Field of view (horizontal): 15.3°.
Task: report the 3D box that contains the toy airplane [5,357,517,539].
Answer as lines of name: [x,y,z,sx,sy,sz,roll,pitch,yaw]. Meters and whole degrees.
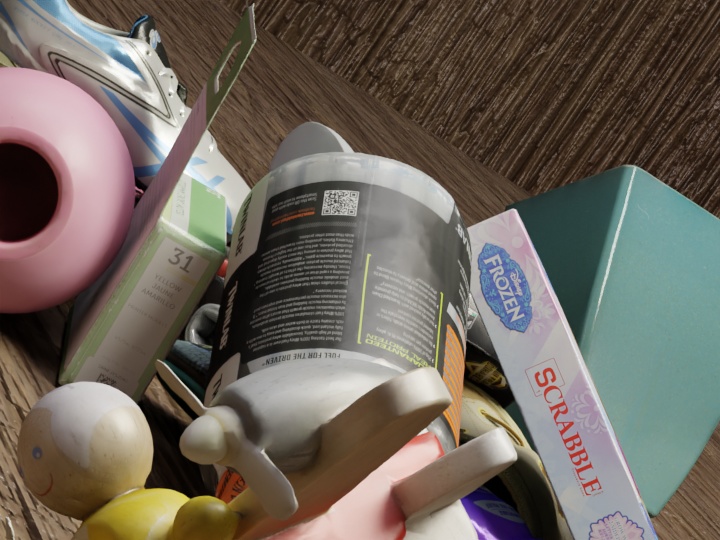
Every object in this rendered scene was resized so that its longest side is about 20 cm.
toy airplane: [-0.048,0.085,0.874,0.141,0.200,0.199,46,8,-1]

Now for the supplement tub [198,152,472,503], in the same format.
supplement tub: [-0.011,0.050,1.270,0.122,0.122,0.200,31,40,-21]

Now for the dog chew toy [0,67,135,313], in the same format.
dog chew toy: [-0.179,-0.043,1.401,0.124,0.125,0.200,33,1,-5]

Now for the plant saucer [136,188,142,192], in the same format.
plant saucer: [-0.170,-0.051,1.607,0.200,0.051,0.201,24,17,-8]

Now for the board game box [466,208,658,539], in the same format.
board game box: [0.110,0.078,1.428,0.200,0.041,0.200,46,21,-80]

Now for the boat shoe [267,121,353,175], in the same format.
boat shoe: [0.000,0.000,1.519,0.057,0.069,0.200,28,30,-44]

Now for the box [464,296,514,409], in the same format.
box: [0.008,0.025,1.674,0.198,0.050,0.200,31,-20,-4]

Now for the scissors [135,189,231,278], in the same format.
scissors: [-0.117,-0.034,1.528,0.200,0.014,0.073,31,14,33]

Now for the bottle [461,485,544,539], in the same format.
bottle: [0.045,0.138,1.392,0.200,0.065,0.083,39,11,31]

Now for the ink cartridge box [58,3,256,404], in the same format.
ink cartridge box: [-0.088,-0.033,1.383,0.048,0.200,0.146,31,9,-10]

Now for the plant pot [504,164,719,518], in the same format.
plant pot: [0.162,0.061,1.778,0.141,0.201,0.141,31,-26,-25]

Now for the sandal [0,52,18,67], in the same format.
sandal: [-0.201,-0.079,1.759,0.200,0.054,0.080,46,6,-34]

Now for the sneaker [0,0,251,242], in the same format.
sneaker: [-0.118,-0.091,1.480,0.200,0.072,0.072,45,4,-14]

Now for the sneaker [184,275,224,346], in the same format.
sneaker: [-0.066,0.032,1.535,0.115,0.075,0.200,30,12,-38]

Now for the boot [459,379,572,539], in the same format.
boot: [0.047,0.109,1.541,0.200,0.073,0.155,45,8,24]

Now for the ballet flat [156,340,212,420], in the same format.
ballet flat: [-0.026,0.090,1.364,0.200,0.074,0.074,44,12,30]
